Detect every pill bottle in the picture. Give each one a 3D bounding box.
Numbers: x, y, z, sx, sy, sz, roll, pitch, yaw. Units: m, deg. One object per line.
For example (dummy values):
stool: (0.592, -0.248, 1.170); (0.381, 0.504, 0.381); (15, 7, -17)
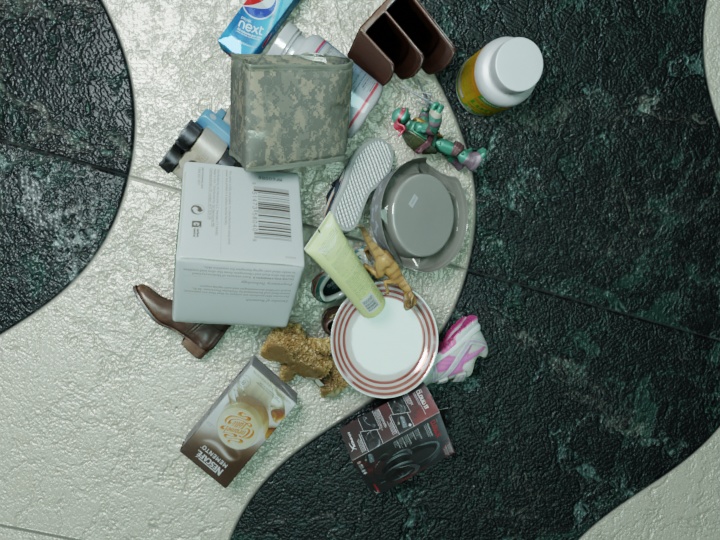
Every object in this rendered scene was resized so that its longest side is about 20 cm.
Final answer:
pill bottle: (0.240, -0.335, 1.124); (0.108, 0.200, 0.114); (-1, 96, -6)
pill bottle: (-0.065, -0.333, 1.134); (0.198, 0.109, 0.110); (36, 91, -9)

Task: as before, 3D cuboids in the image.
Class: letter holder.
letter holder: (0.067, -0.365, 1.100); (0.101, 0.200, 0.142); (-44, 100, 0)

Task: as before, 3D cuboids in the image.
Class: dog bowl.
dog bowl: (0.102, -0.099, 1.171); (0.196, 0.058, 0.206); (-2, 93, -33)

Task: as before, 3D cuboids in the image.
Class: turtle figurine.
turtle figurine: (0.125, -0.251, 1.154); (0.198, 0.151, 0.101); (34, 108, -19)

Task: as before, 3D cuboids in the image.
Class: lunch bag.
lunch bag: (-0.105, -0.258, 1.046); (0.195, 0.118, 0.168); (-8, 118, -26)

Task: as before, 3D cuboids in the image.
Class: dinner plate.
dinner plate: (0.043, 0.123, 1.162); (0.194, 0.024, 0.206); (0, 87, -6)

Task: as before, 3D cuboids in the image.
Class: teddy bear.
teddy bear: (-0.088, 0.163, 1.192); (0.196, 0.068, 0.146); (24, 134, -12)

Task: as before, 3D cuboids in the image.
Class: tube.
tube: (-0.022, -0.001, 1.071); (0.051, 0.059, 0.201); (-23, 132, 15)

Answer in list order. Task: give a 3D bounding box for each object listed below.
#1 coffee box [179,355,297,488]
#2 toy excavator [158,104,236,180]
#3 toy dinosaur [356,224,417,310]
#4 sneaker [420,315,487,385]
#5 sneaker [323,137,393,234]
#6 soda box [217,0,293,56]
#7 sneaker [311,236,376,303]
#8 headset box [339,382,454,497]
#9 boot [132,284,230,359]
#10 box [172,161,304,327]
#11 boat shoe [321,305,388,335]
coffee box: (-0.220, 0.276, 1.193); (0.114, 0.080, 0.201); (40, 90, -9)
toy excavator: (-0.240, -0.253, 1.129); (0.099, 0.203, 0.193); (36, 131, -21)
toy dinosaur: (0.034, -0.021, 1.106); (0.061, 0.105, 0.201); (-51, 119, -23)
sneaker: (0.165, 0.180, 1.230); (0.199, 0.081, 0.089); (-40, 97, -1)
sneaker: (-0.012, -0.151, 1.182); (0.078, 0.079, 0.202); (37, 66, -15)
soda box: (-0.163, -0.452, 1.129); (0.064, 0.068, 0.202); (36, 91, -9)
sneaker: (-0.001, 0.000, 1.184); (0.197, 0.093, 0.071); (-32, 99, -2)
headset box: (0.079, 0.310, 1.203); (0.196, 0.078, 0.151); (-26, 134, -3)
boot: (-0.278, 0.031, 1.168); (0.200, 0.064, 0.187); (-43, 112, 2)
box: (-0.202, -0.040, 1.066); (0.194, 0.173, 0.203); (4, 52, -15)
boat shoe: (0.024, 0.088, 1.210); (0.195, 0.070, 0.072); (-12, 97, -7)
